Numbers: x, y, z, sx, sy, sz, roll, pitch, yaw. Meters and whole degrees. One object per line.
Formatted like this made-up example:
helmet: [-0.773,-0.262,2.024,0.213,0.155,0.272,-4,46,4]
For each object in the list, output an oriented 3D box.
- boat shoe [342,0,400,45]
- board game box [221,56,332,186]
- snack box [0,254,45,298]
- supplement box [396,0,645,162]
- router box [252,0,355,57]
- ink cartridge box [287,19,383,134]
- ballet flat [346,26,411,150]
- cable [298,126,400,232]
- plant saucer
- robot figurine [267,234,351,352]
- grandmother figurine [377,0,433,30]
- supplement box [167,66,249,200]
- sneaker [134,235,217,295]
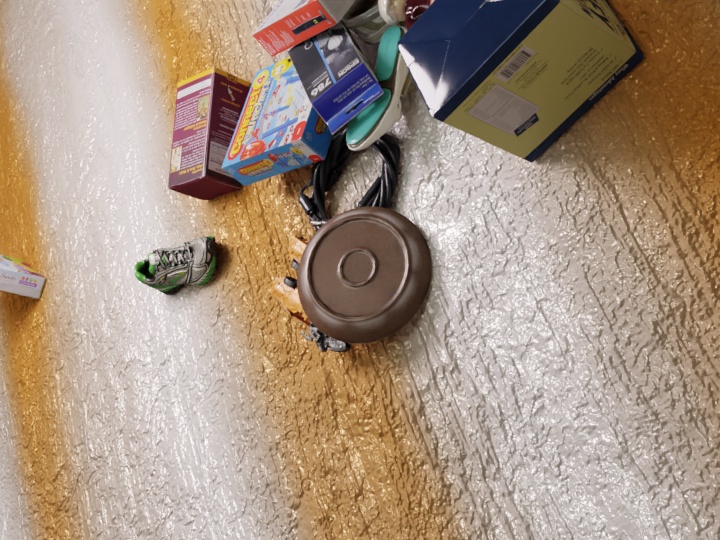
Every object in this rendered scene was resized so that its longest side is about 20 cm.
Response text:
boat shoe: [0.058,-0.428,1.545,0.202,0.065,0.075,-44,50,17]
board game box: [-0.113,-0.250,1.647,0.194,0.056,0.202,-13,52,44]
snack box: [-0.796,-0.003,2.235,0.142,0.199,0.054,25,95,47]
supplement box: [0.193,-0.267,1.263,0.200,0.198,0.135,-43,51,29]
router box: [-0.055,-0.432,1.601,0.179,0.049,0.201,-12,39,51]
ink cartridge box: [-0.040,-0.293,1.526,0.099,0.039,0.201,-37,43,12]
ballet flat: [0.040,-0.255,1.509,0.069,0.069,0.202,5,71,47]
cable: [-0.015,-0.125,1.552,0.200,0.050,0.165,-40,52,31]
plant saucer: [0.000,0.000,1.448,0.198,0.032,0.203,-6,69,16]
robot figurine: [-0.048,0.032,1.528,0.199,0.058,0.146,34,104,39]
grandmother figurine: [0.106,-0.367,1.458,0.198,0.061,0.122,12,57,36]
supplement box: [-0.265,-0.237,1.823,0.110,0.085,0.203,-11,71,44]
sneaker: [-0.321,-0.008,1.818,0.199,0.085,0.079,-25,61,39]
